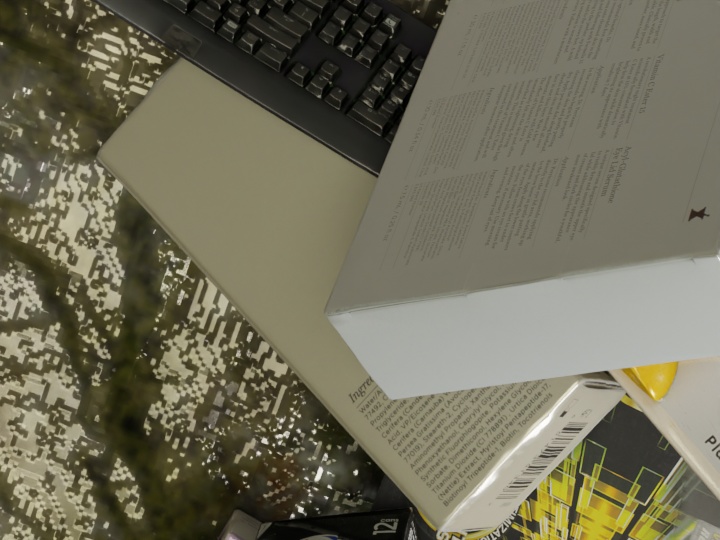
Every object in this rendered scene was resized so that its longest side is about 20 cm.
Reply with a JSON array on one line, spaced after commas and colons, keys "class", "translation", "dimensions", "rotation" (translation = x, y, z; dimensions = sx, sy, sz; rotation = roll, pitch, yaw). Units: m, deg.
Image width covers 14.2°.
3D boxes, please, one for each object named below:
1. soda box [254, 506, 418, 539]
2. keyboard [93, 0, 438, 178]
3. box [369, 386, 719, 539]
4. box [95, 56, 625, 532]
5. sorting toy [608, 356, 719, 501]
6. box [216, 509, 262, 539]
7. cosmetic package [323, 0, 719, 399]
[{"class": "soda box", "translation": [0.002, 0.196, 1.116], "dimensions": [0.063, 0.071, 0.201], "rotation": [-6, 115, 12]}, {"class": "keyboard", "translation": [-0.038, -0.119, 1.075], "dimensions": [0.199, 0.127, 0.021], "rotation": [33, 137, 3]}, {"class": "box", "translation": [0.108, 0.041, 1.091], "dimensions": [0.161, 0.049, 0.201], "rotation": [26, 102, 22]}, {"class": "box", "translation": [0.000, 0.000, 1.075], "dimensions": [0.082, 0.068, 0.200], "rotation": [-45, 72, 12]}, {"class": "sorting toy", "translation": [0.186, 0.014, 0.985], "dimensions": [0.180, 0.107, 0.200], "rotation": [-42, 79, 4]}, {"class": "box", "translation": [-0.084, 0.192, 1.163], "dimensions": [0.041, 0.039, 0.201], "rotation": [31, 101, -3]}, {"class": "cosmetic package", "translation": [0.088, -0.053, 0.986], "dimensions": [0.150, 0.201, 0.052], "rotation": [-11, 132, 36]}]
